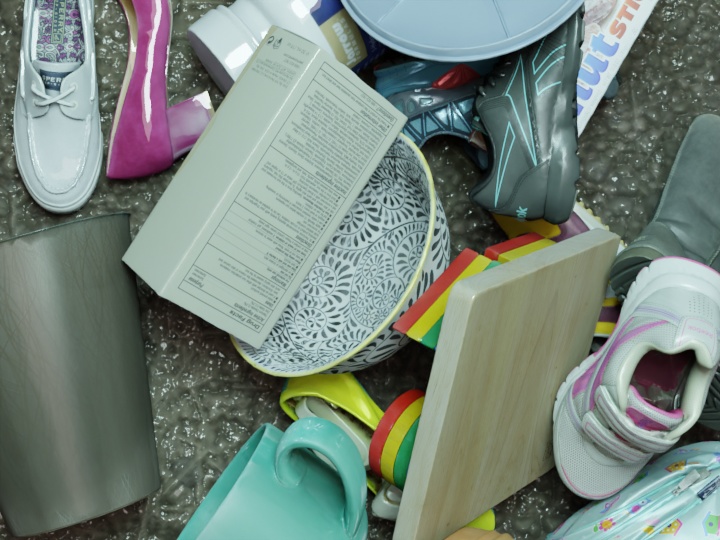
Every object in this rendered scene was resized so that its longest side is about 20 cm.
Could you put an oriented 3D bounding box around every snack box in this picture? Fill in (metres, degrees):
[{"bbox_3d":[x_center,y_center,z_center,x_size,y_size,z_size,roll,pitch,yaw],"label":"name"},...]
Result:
[{"bbox_3d":[0.161,-0.166,0.937,0.072,0.024,0.201,30,92,-1],"label":"snack box"}]

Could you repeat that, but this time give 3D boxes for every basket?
[{"bbox_3d":[-0.225,0.079,0.902,0.179,0.136,0.201,-17,90,0],"label":"basket"}]

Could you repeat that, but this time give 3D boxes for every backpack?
[{"bbox_3d":[0.241,0.206,0.934,0.199,0.167,0.127,-31,71,-5],"label":"backpack"}]

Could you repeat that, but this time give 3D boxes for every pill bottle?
[{"bbox_3d":[-0.028,-0.207,0.955,0.200,0.120,0.120,-39,89,-8],"label":"pill bottle"}]

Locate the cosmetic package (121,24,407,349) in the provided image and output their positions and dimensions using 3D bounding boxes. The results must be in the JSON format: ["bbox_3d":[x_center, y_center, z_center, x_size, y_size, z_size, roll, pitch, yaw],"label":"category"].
[{"bbox_3d":[-0.067,-0.058,0.882,0.103,0.073,0.201,34,91,-41],"label":"cosmetic package"}]

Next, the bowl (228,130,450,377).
[{"bbox_3d":[0.000,0.000,0.930,0.094,0.200,0.202,31,79,-43],"label":"bowl"}]

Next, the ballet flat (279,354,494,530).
[{"bbox_3d":[0.015,0.148,0.945,0.200,0.067,0.067,44,126,3],"label":"ballet flat"}]

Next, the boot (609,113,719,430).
[{"bbox_3d":[0.277,-0.002,0.961,0.183,0.072,0.200,59,40,-16],"label":"boot"}]

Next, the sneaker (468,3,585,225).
[{"bbox_3d":[0.120,-0.135,0.890,0.079,0.075,0.202,3,90,6],"label":"sneaker"}]

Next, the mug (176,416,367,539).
[{"bbox_3d":[-0.060,0.199,0.877,0.114,0.185,0.152,37,65,-4],"label":"mug"}]

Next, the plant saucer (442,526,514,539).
[{"bbox_3d":[0.025,0.244,0.878,0.200,0.200,0.038,-35,74,-8],"label":"plant saucer"}]

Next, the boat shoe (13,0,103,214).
[{"bbox_3d":[-0.231,-0.147,0.953,0.071,0.069,0.202,5,83,-5],"label":"boat shoe"}]

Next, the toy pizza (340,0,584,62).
[{"bbox_3d":[0.076,-0.231,0.872,0.198,0.032,0.202,-4,68,11],"label":"toy pizza"}]

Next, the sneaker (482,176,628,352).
[{"bbox_3d":[0.161,0.007,0.975,0.200,0.075,0.090,39,76,0],"label":"sneaker"}]

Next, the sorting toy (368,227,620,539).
[{"bbox_3d":[0.087,0.072,0.887,0.069,0.198,0.201,27,118,31],"label":"sorting toy"}]

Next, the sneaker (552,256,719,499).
[{"bbox_3d":[0.188,0.090,0.863,0.081,0.088,0.201,19,122,0],"label":"sneaker"}]

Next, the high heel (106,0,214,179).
[{"bbox_3d":[-0.187,-0.174,0.966,0.095,0.067,0.201,-22,97,-12],"label":"high heel"}]

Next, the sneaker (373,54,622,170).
[{"bbox_3d":[0.110,-0.130,0.996,0.198,0.079,0.096,-3,102,-2],"label":"sneaker"}]
